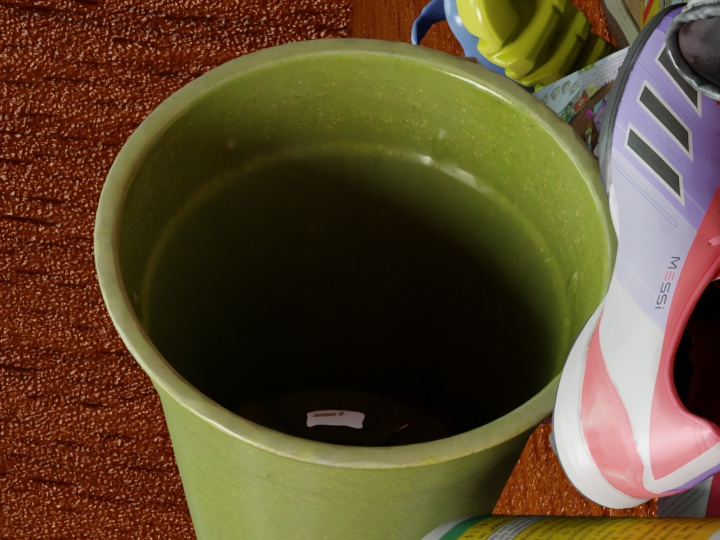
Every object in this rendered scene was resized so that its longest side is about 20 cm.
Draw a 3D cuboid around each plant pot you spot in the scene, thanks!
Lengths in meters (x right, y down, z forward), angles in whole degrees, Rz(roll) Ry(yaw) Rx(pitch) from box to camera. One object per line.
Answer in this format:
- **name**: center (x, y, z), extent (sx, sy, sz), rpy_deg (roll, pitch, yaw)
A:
- **plant pot**: center (-0.004, 0.045, 1.190), extent (0.190, 0.199, 0.200), rpy_deg (95, 180, -53)

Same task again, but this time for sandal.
- **sandal**: center (0.097, -0.088, 1.546), extent (0.087, 0.200, 0.080), rpy_deg (-9, 39, 48)

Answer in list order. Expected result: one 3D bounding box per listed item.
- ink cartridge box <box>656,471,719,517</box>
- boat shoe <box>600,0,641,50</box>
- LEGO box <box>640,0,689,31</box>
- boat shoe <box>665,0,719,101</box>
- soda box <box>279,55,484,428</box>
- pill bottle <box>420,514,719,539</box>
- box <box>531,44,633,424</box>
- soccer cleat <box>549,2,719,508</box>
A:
- **ink cartridge box**: center (0.176, 0.011, 1.146), extent (0.146, 0.083, 0.201), rpy_deg (119, 159, -68)
- **boat shoe**: center (0.166, -0.149, 1.532), extent (0.076, 0.072, 0.200), rpy_deg (-41, 37, 20)
- **LEGO box**: center (0.184, -0.136, 1.311), extent (0.200, 0.077, 0.149), rpy_deg (110, 167, -56)
- **boat shoe**: center (0.162, -0.066, 0.973), extent (0.199, 0.068, 0.074), rpy_deg (38, 147, 60)
- **soda box**: center (0.000, 0.000, 1.310), extent (0.064, 0.068, 0.200), rpy_deg (60, 137, 37)
- **pill bottle**: center (0.111, 0.143, 1.064), extent (0.200, 0.113, 0.113), rpy_deg (-3, 74, 42)
- **box**: center (0.093, -0.010, 1.236), extent (0.200, 0.039, 0.137), rpy_deg (161, 117, -73)
- **soccer cleat**: center (0.123, -0.011, 1.083), extent (0.073, 0.068, 0.200), rpy_deg (-17, 50, 47)
